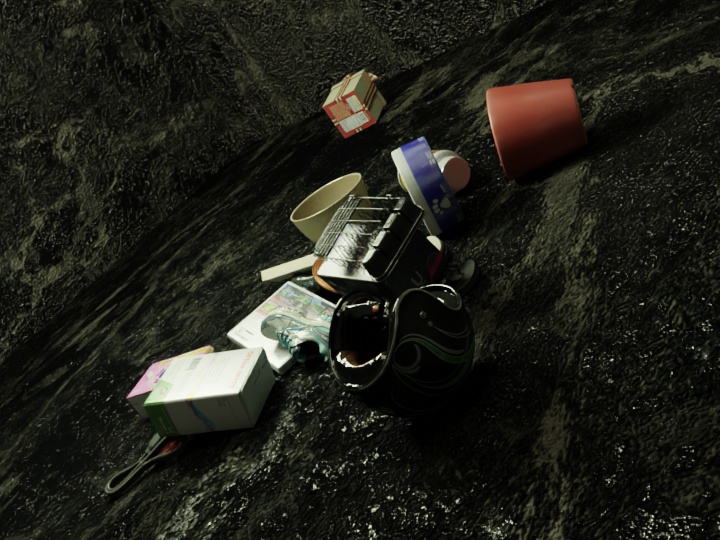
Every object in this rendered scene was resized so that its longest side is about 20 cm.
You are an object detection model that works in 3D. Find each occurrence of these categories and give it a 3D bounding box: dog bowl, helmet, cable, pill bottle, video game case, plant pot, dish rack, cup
[{"bbox_3d":[0.143,-0.177,1.634,0.078,0.201,0.200,-26,21,8],"label":"dog bowl"},{"bbox_3d":[0.069,0.108,1.104,0.199,0.190,0.202,-22,60,44],"label":"helmet"},{"bbox_3d":[-0.388,0.359,1.459,0.200,0.050,0.097,-51,41,-12],"label":"cable"},{"bbox_3d":[0.177,-0.231,1.841,0.109,0.110,0.200,-38,21,-16],"label":"pill bottle"},{"bbox_3d":[-0.153,0.113,1.590,0.182,0.023,0.199,-42,39,-22],"label":"video game case"},{"bbox_3d":[0.375,-0.310,1.633,0.176,0.201,0.201,-14,25,19],"label":"plant pot"},{"bbox_3d":[0.006,-0.064,1.355,0.199,0.055,0.154,8,61,54],"label":"dish rack"},{"bbox_3d":[-0.049,-0.121,1.875,0.199,0.144,0.201,-28,21,12],"label":"cup"}]

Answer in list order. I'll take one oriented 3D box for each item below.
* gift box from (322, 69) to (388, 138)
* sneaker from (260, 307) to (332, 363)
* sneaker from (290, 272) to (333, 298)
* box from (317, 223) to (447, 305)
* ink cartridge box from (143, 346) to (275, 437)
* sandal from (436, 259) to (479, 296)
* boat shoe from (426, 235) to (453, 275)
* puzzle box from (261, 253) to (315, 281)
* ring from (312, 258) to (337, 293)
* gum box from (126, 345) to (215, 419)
[{"bbox_3d":[-0.005,-0.646,2.986,0.199,0.185,0.187,-16,34,29],"label":"gift box"},{"bbox_3d":[-0.120,0.127,1.469,0.199,0.078,0.087,2,48,34],"label":"sneaker"},{"bbox_3d":[-0.088,0.044,1.687,0.199,0.073,0.082,-16,44,48],"label":"sneaker"},{"bbox_3d":[0.037,-0.006,1.403,0.199,0.106,0.123,6,61,52],"label":"box"},{"bbox_3d":[-0.275,0.225,1.440,0.199,0.084,0.145,-9,27,18],"label":"ink cartridge box"},{"bbox_3d":[0.128,0.041,1.382,0.200,0.043,0.076,-35,20,-5],"label":"sandal"},{"bbox_3d":[0.091,0.019,1.472,0.201,0.063,0.074,-41,49,14],"label":"boat shoe"},{"bbox_3d":[-0.114,-0.007,1.772,0.199,0.026,0.133,-16,-12,37],"label":"puzzle box"},{"bbox_3d":[0.000,0.000,1.594,0.199,0.019,0.201,-1,31,1],"label":"ring"},{"bbox_3d":[-0.393,0.240,1.667,0.199,0.066,0.114,-19,25,32],"label":"gum box"}]
